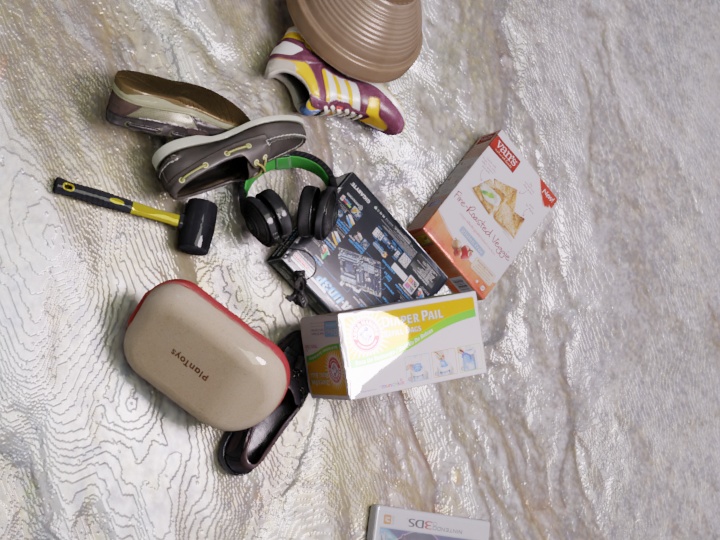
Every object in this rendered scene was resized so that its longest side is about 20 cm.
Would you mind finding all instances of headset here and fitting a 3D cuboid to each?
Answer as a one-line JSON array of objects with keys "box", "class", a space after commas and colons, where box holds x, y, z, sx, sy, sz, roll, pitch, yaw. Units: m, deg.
[{"box": [-0.084, -0.057, 1.463, 0.121, 0.095, 0.202, -7, 51, -5], "class": "headset"}]

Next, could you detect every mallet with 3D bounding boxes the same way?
[{"box": [-0.265, -0.063, 1.412, 0.197, 0.041, 0.067, 9, 76, -24], "class": "mallet"}]

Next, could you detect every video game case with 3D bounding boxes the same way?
[{"box": [0.082, 0.416, 1.551, 0.180, 0.023, 0.203, 14, 77, -27], "class": "video game case"}]

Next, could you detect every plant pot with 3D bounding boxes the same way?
[{"box": [0.011, -0.349, 1.531, 0.198, 0.093, 0.204, 18, 53, -26], "class": "plant pot"}]

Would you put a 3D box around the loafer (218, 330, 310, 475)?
[{"box": [-0.098, 0.161, 1.459, 0.072, 0.063, 0.202, 39, 67, -20], "class": "loafer"}]

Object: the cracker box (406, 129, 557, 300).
[{"box": [0.167, -0.075, 1.643, 0.134, 0.057, 0.201, 47, 64, -17], "class": "cracker box"}]

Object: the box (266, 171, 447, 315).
[{"box": [0.000, 0.000, 1.545, 0.200, 0.046, 0.160, 46, 65, -16], "class": "box"}]

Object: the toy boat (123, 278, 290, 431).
[{"box": [-0.170, 0.090, 1.404, 0.199, 0.131, 0.131, 37, 25, -1], "class": "toy boat"}]

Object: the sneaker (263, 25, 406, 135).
[{"box": [-0.035, -0.220, 1.541, 0.199, 0.075, 0.091, 35, 66, -11], "class": "sneaker"}]

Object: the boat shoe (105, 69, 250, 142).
[{"box": [-0.218, -0.186, 1.437, 0.198, 0.074, 0.065, 14, 122, -41], "class": "boat shoe"}]

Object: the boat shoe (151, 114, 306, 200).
[{"box": [-0.149, -0.134, 1.444, 0.199, 0.072, 0.061, -18, 68, -24], "class": "boat shoe"}]

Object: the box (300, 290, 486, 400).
[{"box": [0.040, 0.092, 1.467, 0.197, 0.112, 0.103, -8, 89, -27], "class": "box"}]
